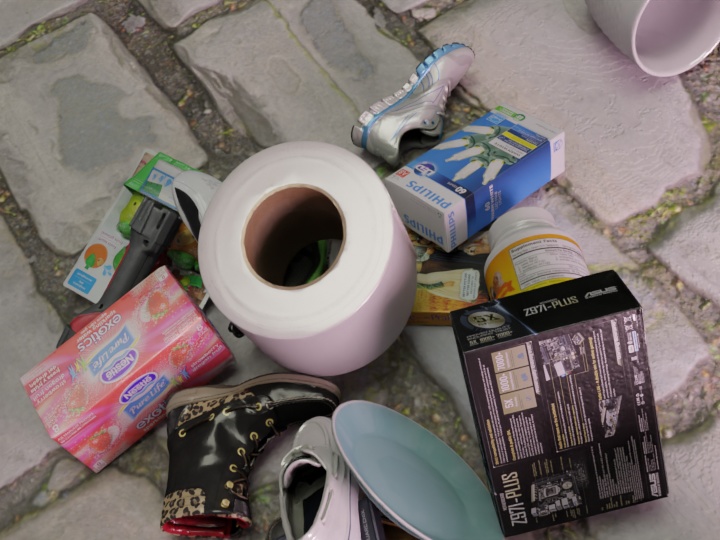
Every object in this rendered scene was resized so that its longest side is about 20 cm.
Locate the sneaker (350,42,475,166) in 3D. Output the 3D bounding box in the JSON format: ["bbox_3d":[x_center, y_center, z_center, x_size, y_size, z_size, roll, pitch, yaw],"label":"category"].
[{"bbox_3d":[0.085,-0.204,1.327,0.200,0.075,0.086,-44,66,-13],"label":"sneaker"}]

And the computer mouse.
[{"bbox_3d":[-0.147,-0.031,1.181,0.109,0.044,0.202,-26,86,-50],"label":"computer mouse"}]

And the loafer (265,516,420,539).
[{"bbox_3d":[-0.002,0.258,0.995,0.196,0.073,0.074,1,55,15],"label":"loafer"}]

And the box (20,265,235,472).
[{"bbox_3d":[-0.250,0.106,1.134,0.199,0.103,0.095,-38,55,-7],"label":"box"}]

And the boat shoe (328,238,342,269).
[{"bbox_3d":[0.000,0.000,1.147,0.064,0.072,0.203,3,63,10],"label":"boat shoe"}]

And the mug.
[{"bbox_3d":[0.381,-0.353,1.325,0.196,0.149,0.176,-1,38,-26],"label":"mug"}]

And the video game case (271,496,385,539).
[{"bbox_3d":[-0.055,0.310,0.949,0.198,0.019,0.145,-28,55,20],"label":"video game case"}]

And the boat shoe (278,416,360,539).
[{"bbox_3d":[-0.041,0.190,0.954,0.073,0.066,0.201,-35,28,8],"label":"boat shoe"}]

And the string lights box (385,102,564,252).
[{"bbox_3d":[0.136,-0.111,1.216,0.199,0.060,0.102,-34,46,-26],"label":"string lights box"}]

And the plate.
[{"bbox_3d":[0.050,0.198,0.976,0.026,0.199,0.200,-54,53,16],"label":"plate"}]

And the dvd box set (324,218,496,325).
[{"bbox_3d":[0.055,-0.006,1.203,0.196,0.030,0.148,1,55,14],"label":"dvd box set"}]

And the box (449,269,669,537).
[{"bbox_3d":[0.183,0.123,0.961,0.161,0.203,0.086,-15,23,2],"label":"box"}]

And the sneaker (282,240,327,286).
[{"bbox_3d":[-0.079,-0.030,1.193,0.082,0.077,0.203,17,52,-11],"label":"sneaker"}]

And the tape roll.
[{"bbox_3d":[-0.049,-0.009,1.052,0.199,0.139,0.207,-5,69,13],"label":"tape roll"}]

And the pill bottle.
[{"bbox_3d":[0.192,0.033,1.091,0.107,0.110,0.203,-13,52,3],"label":"pill bottle"}]

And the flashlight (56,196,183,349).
[{"bbox_3d":[-0.274,0.015,1.197,0.067,0.068,0.203,27,90,8],"label":"flashlight"}]

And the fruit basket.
[{"bbox_3d":[-0.242,-0.034,1.255,0.183,0.094,0.202,26,72,20],"label":"fruit basket"}]

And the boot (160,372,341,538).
[{"bbox_3d":[-0.116,0.189,1.073,0.196,0.074,0.153,-6,53,11],"label":"boot"}]
